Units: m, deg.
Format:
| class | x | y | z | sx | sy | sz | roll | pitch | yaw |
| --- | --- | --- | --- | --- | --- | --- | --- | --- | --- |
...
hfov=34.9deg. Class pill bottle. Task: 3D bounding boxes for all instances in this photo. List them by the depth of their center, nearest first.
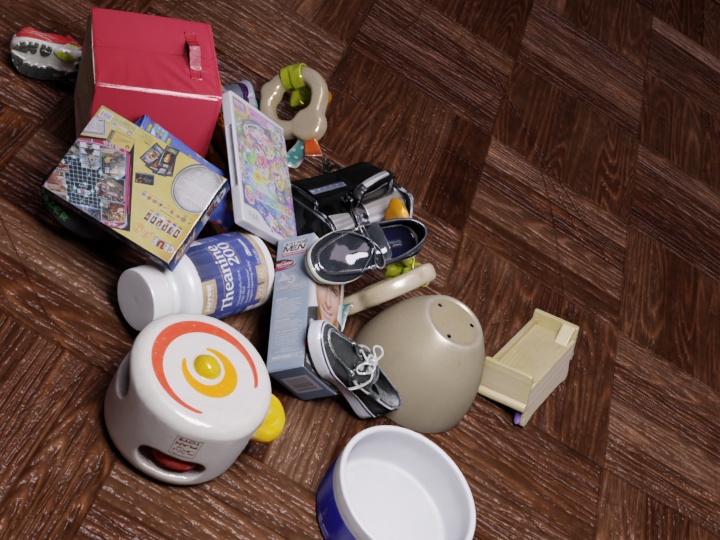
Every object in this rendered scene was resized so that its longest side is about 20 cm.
| class | x | y | z | sx | sy | sz | roll | pitch | yaw |
| --- | --- | --- | --- | --- | --- | --- | --- | --- | --- |
| pill bottle | -0.220 | 0.017 | 1.530 | 0.199 | 0.111 | 0.111 | -17 | 62 | -45 |

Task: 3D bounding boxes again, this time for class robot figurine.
| class | x | y | z | sx | sy | sz | roll | pitch | yaw |
| --- | --- | --- | --- | --- | --- | --- | --- | --- | --- |
| robot figurine | -0.198 | -0.196 | 1.737 | 0.058 | 0.146 | 0.200 | -13 | 49 | -33 |

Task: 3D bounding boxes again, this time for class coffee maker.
| class | x | y | z | sx | sy | sz | roll | pitch | yaw |
| --- | --- | --- | --- | --- | --- | --- | --- | --- | --- |
| coffee maker | -0.049 | -0.088 | 1.769 | 0.191 | 0.136 | 0.199 | 14 | 22 | 39 |

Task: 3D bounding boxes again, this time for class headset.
| class | x | y | z | sx | sy | sz | roll | pitch | yaw |
| --- | --- | --- | --- | --- | --- | --- | --- | --- | --- |
| headset | -0.344 | -0.104 | 1.572 | 0.124 | 0.094 | 0.199 | 51 | 24 | 17 |

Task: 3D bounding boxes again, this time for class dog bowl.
| class | x | y | z | sx | sy | sz | roll | pitch | yaw |
| --- | --- | --- | --- | --- | --- | --- | --- | --- | --- |
| dog bowl | 0.045 | 0.304 | 1.469 | 0.198 | 0.079 | 0.202 | 20 | 42 | -19 |

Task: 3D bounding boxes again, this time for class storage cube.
| class | x | y | z | sx | sy | sz | roll | pitch | yaw |
| --- | --- | --- | --- | --- | --- | --- | --- | --- | --- |
| storage cube | -0.312 | -0.252 | 1.658 | 0.178 | 0.201 | 0.172 | 3 | 49 | -21 |

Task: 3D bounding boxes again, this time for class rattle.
| class | x | y | z | sx | sy | sz | roll | pitch | yaw |
| --- | --- | --- | --- | --- | --- | --- | --- | --- | --- |
| rattle | 0.000 | 0.000 | 1.660 | 0.198 | 0.144 | 0.130 | -20 | 17 | -11 |
| rattle | -0.085 | -0.232 | 1.906 | 0.129 | 0.143 | 0.201 | -26 | 60 | -3 |

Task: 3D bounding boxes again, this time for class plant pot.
| class | x | y | z | sx | sy | sz | roll | pitch | yaw |
| --- | --- | --- | --- | --- | --- | --- | --- | --- | --- |
| plant pot | 0.103 | 0.114 | 1.658 | 0.198 | 0.135 | 0.202 | 21 | 42 | -20 |

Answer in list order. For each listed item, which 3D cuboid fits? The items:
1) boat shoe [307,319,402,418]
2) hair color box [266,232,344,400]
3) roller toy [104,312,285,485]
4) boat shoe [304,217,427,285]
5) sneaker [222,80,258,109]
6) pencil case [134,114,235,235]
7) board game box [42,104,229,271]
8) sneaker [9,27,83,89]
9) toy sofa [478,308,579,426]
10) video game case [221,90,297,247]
| class | x | y | z | sx | sy | sz | roll | pitch | yaw |
| --- | --- | --- | --- | --- | --- | --- | --- | --- | --- |
| boat shoe | -0.003 | 0.132 | 1.531 | 0.200 | 0.067 | 0.074 | 58 | 32 | -38 |
| hair color box | -0.072 | 0.063 | 1.565 | 0.099 | 0.060 | 0.202 | 46 | 39 | -51 |
| roller toy | -0.205 | 0.152 | 1.385 | 0.182 | 0.140 | 0.201 | -21 | 66 | -46 |
| boat shoe | 0.010 | -0.032 | 1.570 | 0.198 | 0.062 | 0.075 | -15 | 78 | -34 |
| sneaker | -0.200 | -0.225 | 1.836 | 0.086 | 0.075 | 0.201 | -5 | 46 | -17 |
| pencil case | -0.245 | -0.129 | 1.586 | 0.199 | 0.087 | 0.079 | 37 | 72 | -22 |
| board game box | -0.287 | -0.107 | 1.471 | 0.199 | 0.035 | 0.136 | 31 | 75 | 10 |
| sneaker | -0.431 | -0.324 | 1.746 | 0.198 | 0.077 | 0.085 | 18 | 33 | -25 |
| toy sofa | 0.262 | 0.151 | 1.795 | 0.082 | 0.099 | 0.200 | 23 | 34 | 24 |
| video game case | -0.141 | -0.137 | 1.616 | 0.143 | 0.018 | 0.202 | 31 | 46 | -57 |
